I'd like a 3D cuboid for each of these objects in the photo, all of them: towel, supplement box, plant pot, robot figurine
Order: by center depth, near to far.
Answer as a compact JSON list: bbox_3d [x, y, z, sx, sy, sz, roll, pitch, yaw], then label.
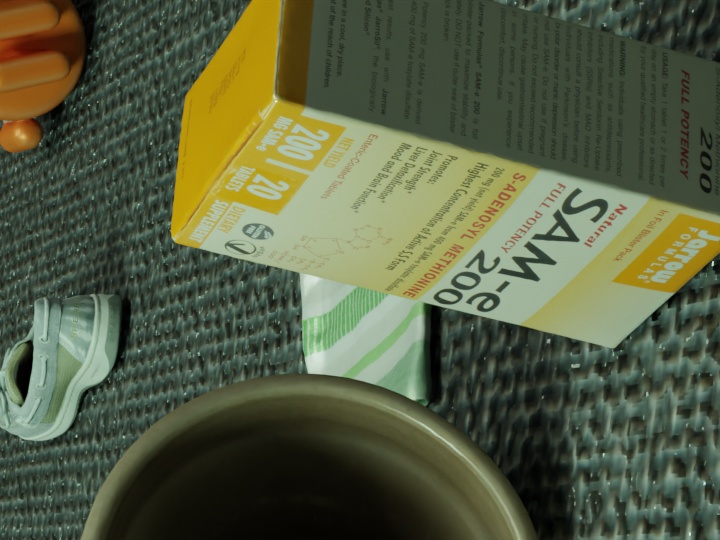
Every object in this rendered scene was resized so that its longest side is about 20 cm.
[{"bbox_3d":[0.040,-0.044,1.139,0.126,0.199,0.074,131,148,-57],"label":"supplement box"},{"bbox_3d":[-0.028,0.170,1.273,0.175,0.200,0.201,102,169,-63],"label":"plant pot"},{"bbox_3d":[0.000,0.000,1.490,0.153,0.023,0.201,135,141,-57],"label":"towel"},{"bbox_3d":[-0.277,-0.174,2.205,0.117,0.144,0.200,-52,18,-8],"label":"robot figurine"}]

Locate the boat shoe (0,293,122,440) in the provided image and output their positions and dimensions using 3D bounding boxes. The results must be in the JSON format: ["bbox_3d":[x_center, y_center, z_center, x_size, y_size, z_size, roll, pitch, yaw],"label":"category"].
[{"bbox_3d":[-0.222,0.064,2.006,0.202,0.065,0.075,141,136,-61],"label":"boat shoe"}]
